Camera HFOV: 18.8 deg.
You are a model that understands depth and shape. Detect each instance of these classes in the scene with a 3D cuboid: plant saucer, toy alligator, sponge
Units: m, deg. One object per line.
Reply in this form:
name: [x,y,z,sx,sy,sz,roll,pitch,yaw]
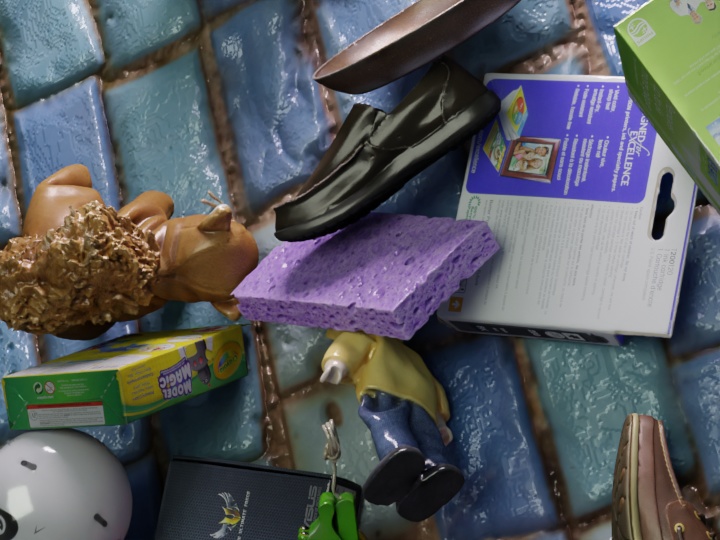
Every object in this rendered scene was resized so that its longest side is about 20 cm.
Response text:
plant saucer: [0.055,-0.188,1.672,0.200,0.200,0.032,-26,102,22]
toy alligator: [-0.022,0.208,1.598,0.054,0.059,0.201,-13,104,4]
sponge: [0.000,0.000,1.653,0.200,0.030,0.112,5,43,50]

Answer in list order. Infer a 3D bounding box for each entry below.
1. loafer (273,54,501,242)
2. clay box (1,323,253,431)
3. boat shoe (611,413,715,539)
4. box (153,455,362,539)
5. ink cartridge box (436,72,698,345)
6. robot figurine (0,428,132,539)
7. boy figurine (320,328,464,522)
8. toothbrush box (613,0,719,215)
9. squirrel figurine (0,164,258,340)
loafer: [0.010,-0.093,1.654,0.200,0.073,0.071,-35,85,5]
clay box: [-0.175,0.081,1.713,0.114,0.200,0.048,-5,96,30]
boat shoe: [0.212,0.195,1.507,0.067,0.072,0.201,-1,62,-3]
box: [-0.091,0.250,1.677,0.157,0.051,0.201,4,77,34]
ink cartridge box: [0.166,-0.046,1.620,0.199,0.043,0.199,5,77,35]
robot figurine: [-0.250,0.196,1.709,0.200,0.150,0.125,136,126,-64]
boy figurine: [0.015,0.088,1.627,0.064,0.124,0.200,-47,38,23]
toothbrush box: [0.265,-0.091,1.479,0.086,0.146,0.200,-36,73,1]
squirrel figurine: [-0.182,-0.001,1.730,0.186,0.200,0.142,4,102,22]
